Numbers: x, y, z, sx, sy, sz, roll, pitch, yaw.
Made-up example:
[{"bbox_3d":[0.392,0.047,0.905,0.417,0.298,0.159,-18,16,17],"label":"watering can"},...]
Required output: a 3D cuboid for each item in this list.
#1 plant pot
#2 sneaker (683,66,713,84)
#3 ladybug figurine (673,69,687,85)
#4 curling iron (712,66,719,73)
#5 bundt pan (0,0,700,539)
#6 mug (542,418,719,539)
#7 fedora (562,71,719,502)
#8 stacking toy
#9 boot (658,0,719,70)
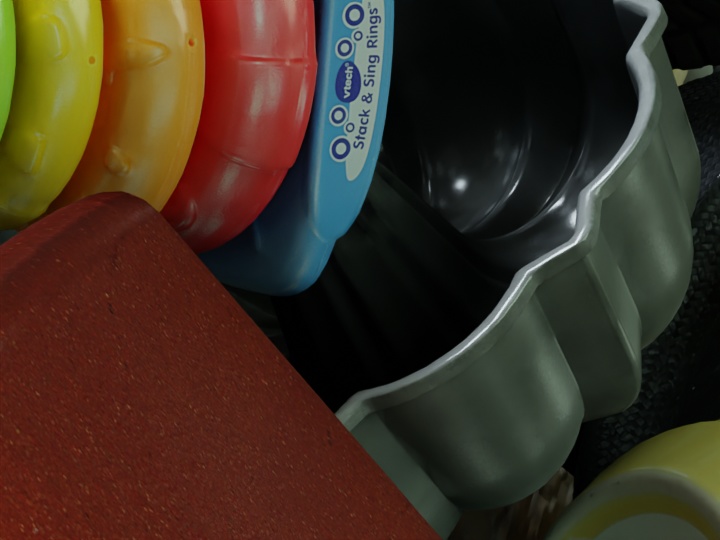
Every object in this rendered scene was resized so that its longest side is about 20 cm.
[{"bbox_3d":[-0.076,0.102,0.606,0.200,0.200,0.176,50,30,-16],"label":"plant pot"},{"bbox_3d":[0.169,-0.110,1.113,0.200,0.076,0.116,-8,71,-51],"label":"sneaker"},{"bbox_3d":[0.054,-0.113,0.977,0.136,0.072,0.200,42,41,-26],"label":"ladybug figurine"},{"bbox_3d":[0.134,-0.059,0.965,0.026,0.050,0.200,12,57,-30],"label":"curling iron"},{"bbox_3d":[0.000,0.000,0.755,0.076,0.202,0.202,56,34,-35],"label":"bundt pan"},{"bbox_3d":[0.116,0.090,0.755,0.153,0.149,0.187,16,48,-39],"label":"mug"},{"bbox_3d":[0.111,0.009,0.852,0.200,0.092,0.201,-22,126,-34],"label":"fedora"},{"bbox_3d":[-0.099,-0.051,0.653,0.200,0.110,0.116,-4,106,-40],"label":"stacking toy"},{"bbox_3d":[0.049,-0.124,0.878,0.078,0.200,0.139,68,27,-51],"label":"boot"}]
